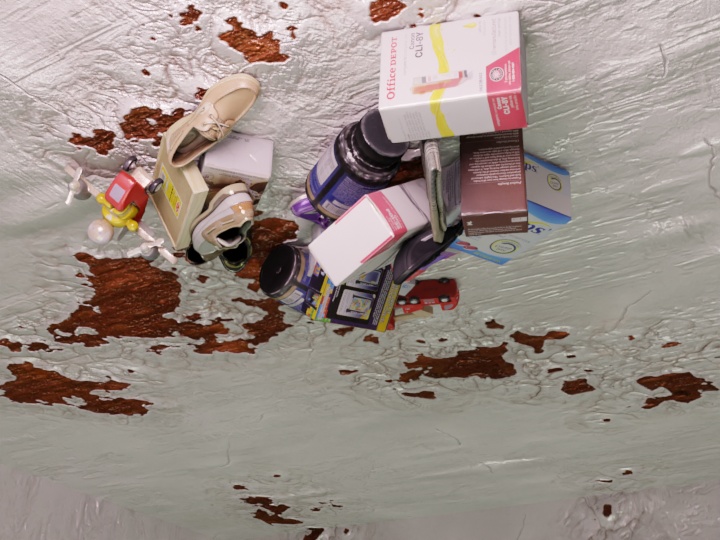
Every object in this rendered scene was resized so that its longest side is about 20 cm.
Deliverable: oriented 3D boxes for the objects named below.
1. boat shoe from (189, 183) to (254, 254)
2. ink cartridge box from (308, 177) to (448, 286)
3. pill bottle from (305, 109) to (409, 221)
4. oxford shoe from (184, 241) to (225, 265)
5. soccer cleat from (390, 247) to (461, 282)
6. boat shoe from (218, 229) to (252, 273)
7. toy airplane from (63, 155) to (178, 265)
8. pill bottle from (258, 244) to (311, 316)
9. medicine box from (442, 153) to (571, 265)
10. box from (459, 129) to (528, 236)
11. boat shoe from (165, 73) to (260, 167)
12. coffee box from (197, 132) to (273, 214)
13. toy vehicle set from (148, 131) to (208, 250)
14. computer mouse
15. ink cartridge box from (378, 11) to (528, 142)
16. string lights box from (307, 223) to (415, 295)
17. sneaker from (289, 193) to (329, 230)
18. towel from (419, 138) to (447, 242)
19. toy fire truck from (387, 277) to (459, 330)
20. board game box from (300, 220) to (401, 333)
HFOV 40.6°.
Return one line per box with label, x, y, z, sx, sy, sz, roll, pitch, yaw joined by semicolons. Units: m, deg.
boat shoe;-0.235;-0.069;1.646;0.074;0.069;0.200;-15;162;-31
ink cartridge box;0.033;-0.065;1.570;0.146;0.083;0.200;-41;170;32
pill bottle;-0.003;-0.169;1.569;0.111;0.113;0.200;15;149;-21
oxford shoe;-0.307;-0.046;1.827;0.071;0.075;0.200;55;157;-11
soccer cleat;0.134;-0.053;1.741;0.199;0.067;0.077;-33;148;-24
boat shoe;-0.247;-0.042;1.891;0.071;0.061;0.202;6;151;-6
toy airplane;-0.423;-0.095;1.705;0.199;0.141;0.200;13;141;41
pill bottle;-0.098;0.035;1.964;0.111;0.113;0.200;-21;143;37
medicine box;0.230;-0.114;1.672;0.181;0.104;0.200;18;149;-25
box;0.204;-0.157;1.494;0.099;0.201;0.075;-3;151;10
boat shoe;-0.229;-0.230;1.523;0.071;0.065;0.200;29;129;-36
coffee box;-0.229;-0.149;1.676;0.112;0.080;0.200;10;151;-15
toy vehicle set;-0.316;-0.135;1.670;0.026;0.125;0.200;-20;162;-28
computer mouse;0.100;-0.033;1.587;0.046;0.200;0.140;49;147;5
ink cartridge box;0.129;-0.268;1.358;0.198;0.146;0.084;-6;150;15
string lights box;0.004;-0.026;1.852;0.199;0.103;0.059;11;154;-15
sneaker;-0.035;-0.086;1.768;0.199;0.084;0.081;18;148;-24
towel;0.112;-0.172;1.485;0.034;0.194;0.200;-7;149;2
toy fire truck;0.117;0.074;2.080;0.198;0.049;0.141;-4;151;11
board game box;0.000;0.000;1.747;0.165;0.201;0.057;13;-170;-38
